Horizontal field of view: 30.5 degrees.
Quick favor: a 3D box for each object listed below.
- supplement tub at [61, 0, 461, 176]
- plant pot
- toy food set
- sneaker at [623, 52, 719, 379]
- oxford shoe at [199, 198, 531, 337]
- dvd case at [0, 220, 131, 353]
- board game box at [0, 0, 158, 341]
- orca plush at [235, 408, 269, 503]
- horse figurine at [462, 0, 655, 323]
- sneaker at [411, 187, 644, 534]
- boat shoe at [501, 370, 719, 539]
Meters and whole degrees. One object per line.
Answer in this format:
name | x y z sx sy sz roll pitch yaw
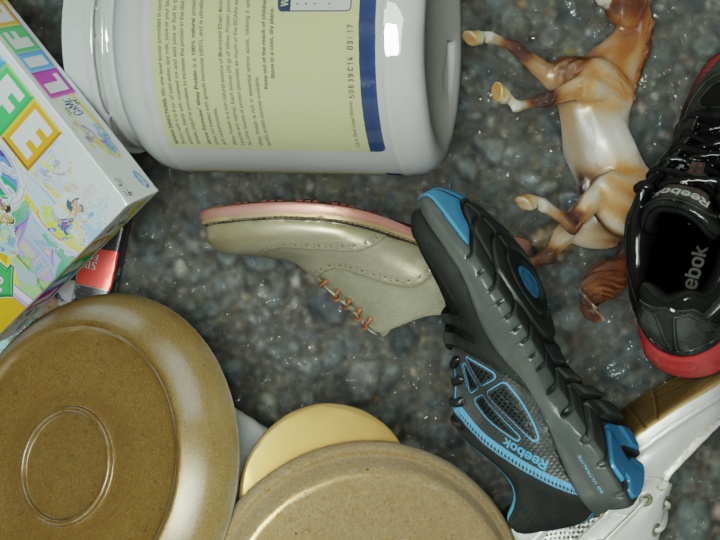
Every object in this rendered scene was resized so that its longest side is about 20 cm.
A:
supplement tub | -0.050 -0.127 0.736 0.197 0.145 0.147 2 89 13
plant pot | -0.157 0.109 0.732 0.198 0.027 0.203 -7 74 27
toy food set | -0.004 0.190 0.726 0.199 0.049 0.199 32 84 -12
sneaker | 0.198 -0.045 0.750 0.070 0.098 0.203 9 73 30
oxford shoe | 0.000 0.000 0.780 0.197 0.071 0.075 9 92 1
dvd case | -0.226 0.035 0.805 0.144 0.022 0.203 11 88 1
board game box | -0.219 -0.077 0.719 0.134 0.034 0.201 -40 88 26
orca plush | -0.051 0.154 0.788 0.199 0.071 0.106 36 64 -14
horse figurine | 0.130 -0.070 0.777 0.131 0.050 0.203 -5 83 -34
sneaker | 0.072 0.053 0.719 0.081 0.073 0.202 -30 89 28
boat shoe | 0.150 0.136 0.779 0.199 0.071 0.070 -40 89 9
